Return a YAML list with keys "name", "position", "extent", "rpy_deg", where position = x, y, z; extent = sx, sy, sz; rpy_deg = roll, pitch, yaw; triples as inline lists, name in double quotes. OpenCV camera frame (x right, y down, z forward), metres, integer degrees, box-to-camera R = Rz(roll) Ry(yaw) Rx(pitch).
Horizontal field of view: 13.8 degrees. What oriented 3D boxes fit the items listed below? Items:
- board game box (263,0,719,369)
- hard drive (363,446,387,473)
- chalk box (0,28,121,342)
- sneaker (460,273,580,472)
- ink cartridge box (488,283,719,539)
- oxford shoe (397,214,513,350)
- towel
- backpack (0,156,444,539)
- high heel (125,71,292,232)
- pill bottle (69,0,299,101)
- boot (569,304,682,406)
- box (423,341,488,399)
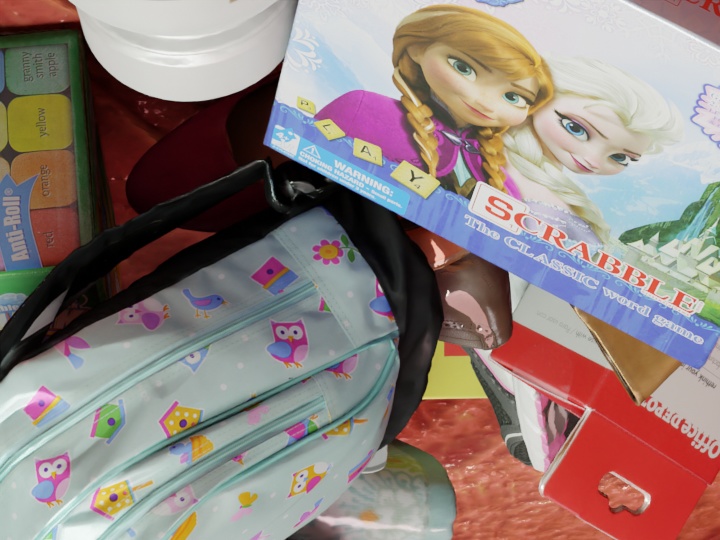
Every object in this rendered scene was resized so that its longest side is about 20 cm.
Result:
- name: "board game box"
  position: [0.070, -0.065, 1.104]
  extent: [0.200, 0.041, 0.200]
  rpy_deg: [27, 150, 6]
- name: "hard drive"
  position: [-0.077, 0.072, 1.457]
  extent: [0.132, 0.026, 0.200]
  rpy_deg: [3, -177, -16]
- name: "chalk box"
  position: [-0.169, -0.022, 1.278]
  extent: [0.124, 0.125, 0.200]
  rpy_deg: [-5, 152, -2]
- name: "sneaker"
  position: [0.060, 0.001, 1.387]
  extent: [0.086, 0.080, 0.200]
  rpy_deg: [13, 131, 32]
- name: "ink cartridge box"
  position: [0.137, 0.018, 1.343]
  extent: [0.067, 0.200, 0.116]
  rpy_deg: [28, 177, 42]
- name: "oxford shoe"
  position: [0.000, 0.000, 1.322]
  extent: [0.071, 0.073, 0.200]
  rpy_deg: [-32, -161, -20]
- name: "towel"
  position: [-0.056, 0.108, 1.518]
  extent: [0.171, 0.048, 0.200]
  rpy_deg: [2, -177, -14]
- name: "backpack"
  position: [-0.069, 0.058, 1.206]
  extent: [0.200, 0.127, 0.167]
  rpy_deg: [-28, 155, -31]
- name: "high heel"
  position: [-0.012, -0.077, 1.267]
  extent: [0.200, 0.067, 0.096]
  rpy_deg: [-23, 160, -1]
- name: "pill bottle"
  position: [-0.069, -0.151, 1.078]
  extent: [0.114, 0.114, 0.200]
  rpy_deg: [-6, 151, 0]
- name: "boot"
  position: [0.192, -0.011, 1.256]
  extent: [0.200, 0.188, 0.068]
  rpy_deg: [-39, -169, -3]
- name: "box"
  position: [0.057, 0.037, 1.473]
  extent: [0.200, 0.050, 0.075]
  rpy_deg: [0, -177, -9]
